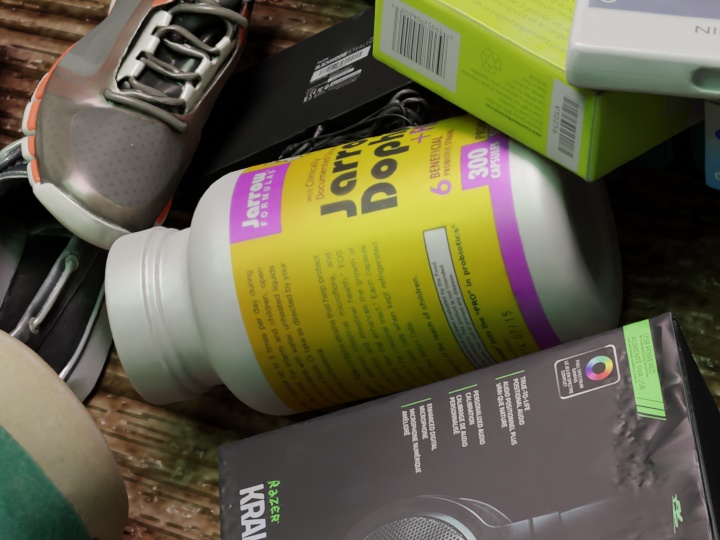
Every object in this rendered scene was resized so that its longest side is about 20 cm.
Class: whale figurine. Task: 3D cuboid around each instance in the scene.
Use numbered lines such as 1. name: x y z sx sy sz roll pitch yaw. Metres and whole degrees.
1. whale figurine: -0.190 0.067 1.196 0.200 0.159 0.104 35 69 21

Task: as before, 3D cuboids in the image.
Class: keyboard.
1. keyboard: -0.001 -0.070 1.279 0.200 0.040 0.104 -22 35 40

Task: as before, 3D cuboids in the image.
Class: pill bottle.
1. pill bottle: 0.000 0.000 1.192 0.199 0.104 0.105 -13 48 17

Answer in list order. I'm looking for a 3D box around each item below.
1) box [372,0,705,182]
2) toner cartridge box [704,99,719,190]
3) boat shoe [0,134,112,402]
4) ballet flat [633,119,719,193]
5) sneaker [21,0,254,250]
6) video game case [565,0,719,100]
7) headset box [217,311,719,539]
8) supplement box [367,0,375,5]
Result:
1. box: 0.116 -0.114 1.177 0.200 0.048 0.122 -28 46 -36
2. toner cartridge box: 0.227 -0.084 1.138 0.095 0.043 0.200 21 44 33
3. boat shoe: -0.139 -0.029 1.311 0.071 0.068 0.201 -4 52 24
4. ballet flat: 0.146 -0.069 1.211 0.200 0.069 0.063 32 57 33
5. sneaker: -0.090 -0.097 1.295 0.082 0.077 0.200 -45 21 43
6. video game case: 0.180 -0.125 1.132 0.181 0.023 0.200 6 37 7
7. headset box: 0.058 0.129 1.063 0.199 0.093 0.175 -16 48 13
8. supplement box: 0.060 -0.218 1.339 0.200 0.110 0.109 -45 47 -12
